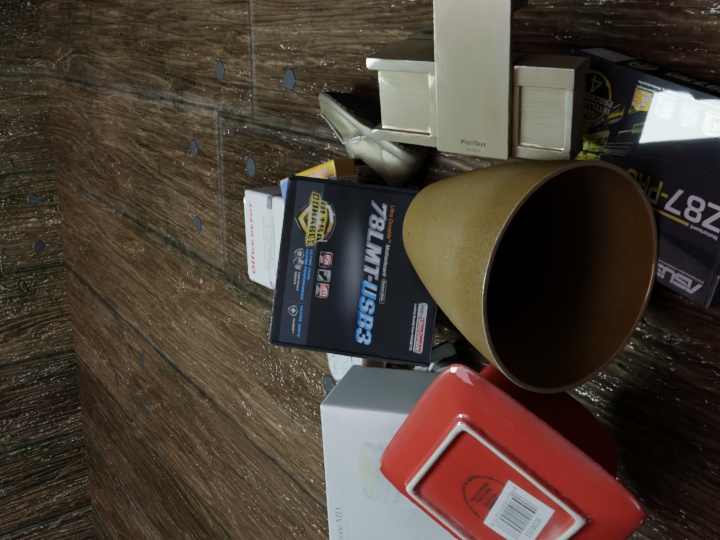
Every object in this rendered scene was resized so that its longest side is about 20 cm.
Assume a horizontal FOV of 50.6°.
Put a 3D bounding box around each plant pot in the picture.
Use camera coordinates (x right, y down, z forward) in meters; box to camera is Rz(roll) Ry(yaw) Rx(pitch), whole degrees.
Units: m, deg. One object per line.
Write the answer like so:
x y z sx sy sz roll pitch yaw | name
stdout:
0.127 -0.019 0.684 0.199 0.183 0.191 31 125 58 | plant pot

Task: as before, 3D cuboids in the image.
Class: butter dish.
0.146 0.163 0.698 0.198 0.148 0.202 37 135 11 | butter dish

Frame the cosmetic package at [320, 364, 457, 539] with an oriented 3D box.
0.067 0.230 0.872 0.196 0.123 0.204 2 106 20 | cosmetic package

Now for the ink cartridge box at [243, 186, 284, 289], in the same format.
-0.092 -0.042 1.146 0.199 0.083 0.149 19 114 52 | ink cartridge box

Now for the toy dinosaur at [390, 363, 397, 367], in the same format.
0.043 0.053 0.999 0.101 0.057 0.204 39 130 45 | toy dinosaur

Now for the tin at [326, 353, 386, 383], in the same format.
-0.012 0.101 1.071 0.200 0.041 0.114 144 112 -69 | tin

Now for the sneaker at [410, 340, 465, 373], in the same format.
0.087 0.186 0.961 0.079 0.073 0.203 45 134 32 | sneaker

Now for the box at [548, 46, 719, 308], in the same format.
0.250 -0.088 0.657 0.199 0.048 0.164 39 133 44 | box

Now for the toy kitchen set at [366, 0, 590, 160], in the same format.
0.129 -0.218 0.711 0.197 0.180 0.166 13 124 29 | toy kitchen set

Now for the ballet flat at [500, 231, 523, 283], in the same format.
0.177 -0.010 0.783 0.066 0.066 0.204 -15 85 33 | ballet flat

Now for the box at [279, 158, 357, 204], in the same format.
-0.041 -0.031 0.983 0.118 0.041 0.205 -12 87 48 | box

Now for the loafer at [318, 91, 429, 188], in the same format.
0.005 -0.170 0.973 0.200 0.075 0.068 45 128 40 | loafer

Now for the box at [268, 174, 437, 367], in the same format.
0.000 0.000 0.902 0.050 0.194 0.205 6 -88 -82 | box
